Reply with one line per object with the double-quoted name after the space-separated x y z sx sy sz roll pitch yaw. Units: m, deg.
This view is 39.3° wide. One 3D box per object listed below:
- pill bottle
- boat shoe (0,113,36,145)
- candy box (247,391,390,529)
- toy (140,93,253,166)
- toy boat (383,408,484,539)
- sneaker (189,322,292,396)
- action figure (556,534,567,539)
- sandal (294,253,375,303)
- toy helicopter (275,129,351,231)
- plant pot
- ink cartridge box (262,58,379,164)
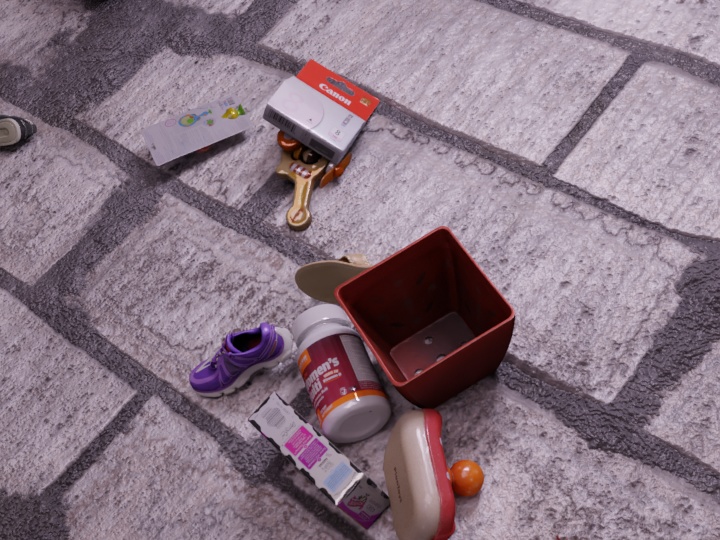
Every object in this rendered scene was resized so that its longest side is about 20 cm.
-0.035 0.156 1.551 0.109 0.110 0.200 -24 54 -1 "pill bottle"
-0.768 -0.293 2.110 0.200 0.072 0.068 5 22 27 "boat shoe"
-0.059 0.276 1.459 0.200 0.136 0.061 36 79 33 "candy box"
-0.313 -0.264 1.956 0.200 0.047 0.115 -26 50 -6 "toy"
0.112 0.293 1.427 0.131 0.131 0.200 3 53 -18 "toy boat"
-0.204 0.132 1.613 0.200 0.083 0.081 -31 48 23 "sneaker"
0.306 0.407 1.293 0.200 0.099 0.065 13 60 27 "action figure"
0.000 0.005 1.684 0.211 0.078 0.070 -2 25 7 "sandal"
-0.090 -0.164 1.822 0.132 0.079 0.200 4 69 8 "toy helicopter"
0.107 0.093 1.511 0.200 0.176 0.200 -30 54 -6 "plant pot"
-0.064 -0.307 1.844 0.162 0.057 0.200 32 56 0 "ink cartridge box"
